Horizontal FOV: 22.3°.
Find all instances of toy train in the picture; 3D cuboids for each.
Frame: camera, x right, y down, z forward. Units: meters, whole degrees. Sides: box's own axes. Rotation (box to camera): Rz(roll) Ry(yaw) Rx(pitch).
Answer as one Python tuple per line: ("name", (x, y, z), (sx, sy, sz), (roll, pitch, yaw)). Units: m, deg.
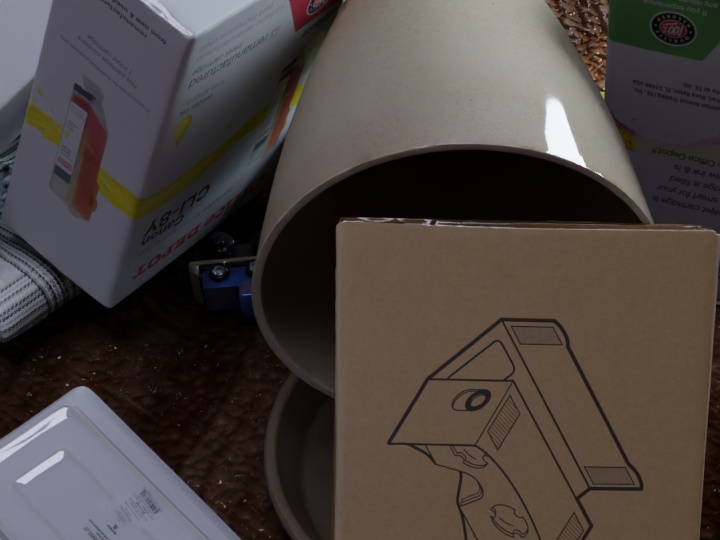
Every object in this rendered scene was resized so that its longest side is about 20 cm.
("toy train", (0.000, 0.000, 0.978), (0.198, 0.034, 0.046), (-4, 57, 3))

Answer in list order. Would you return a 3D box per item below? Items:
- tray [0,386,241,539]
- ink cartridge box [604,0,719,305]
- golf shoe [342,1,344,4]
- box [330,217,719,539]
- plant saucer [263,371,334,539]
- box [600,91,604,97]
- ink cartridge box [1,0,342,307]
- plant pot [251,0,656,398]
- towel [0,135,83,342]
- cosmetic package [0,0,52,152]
("tray", (-0.120, 0.132, 0.872), (0.107, 0.022, 0.200), (-34, 52, -25))
("ink cartridge box", (0.200, -0.080, 0.918), (0.143, 0.201, 0.084), (14, 46, 18))
("golf shoe", (-0.019, -0.169, 1.101), (0.198, 0.089, 0.078), (-12, 48, -3))
("box", (0.067, 0.079, 0.788), (0.162, 0.202, 0.021), (1, 11, -3))
("plant saucer", (0.052, 0.090, 0.890), (0.198, 0.030, 0.201), (-3, 47, 4))
("box", (0.046, -0.075, 1.016), (0.198, 0.076, 0.050), (14, 52, 17))
("ink cartridge box", (-0.091, -0.098, 0.927), (0.083, 0.201, 0.145), (39, 48, 12))
("plant pot", (0.043, -0.063, 0.883), (0.185, 0.188, 0.201), (-3, 48, 3))
("towel", (-0.197, -0.060, 1.037), (0.199, 0.035, 0.192), (31, 50, 29))
("cosmetic package", (-0.192, -0.138, 0.953), (0.200, 0.085, 0.108), (-43, 89, -4))
